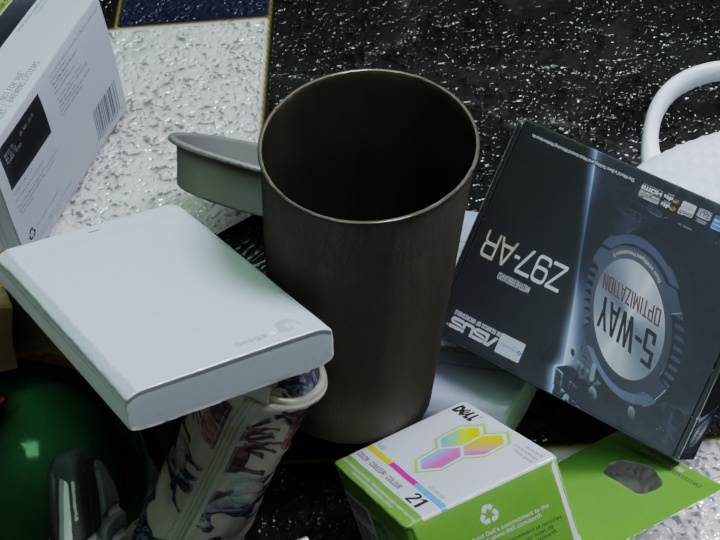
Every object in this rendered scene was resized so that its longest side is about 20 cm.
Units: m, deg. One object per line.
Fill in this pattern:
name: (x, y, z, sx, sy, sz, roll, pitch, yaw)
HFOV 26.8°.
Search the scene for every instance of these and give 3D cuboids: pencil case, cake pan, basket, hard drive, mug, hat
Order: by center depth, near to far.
hard drive: (-0.123, 0.021, 0.912, 0.131, 0.027, 0.200, -18, 32, -28)
hat: (-0.192, 0.097, 0.943, 0.164, 0.176, 0.201, 29, 49, -7)
pencil case: (-0.089, 0.123, 0.948, 0.077, 0.201, 0.090, 22, 33, -7)
basket: (0.000, 0.000, 0.984, 0.134, 0.202, 0.181, 10, 37, 7)
mug: (0.266, -0.052, 1.076, 0.173, 0.148, 0.203, -8, 77, 13)
cake pan: (-0.052, -0.065, 1.147, 0.197, 0.037, 0.200, 13, 8, -2)

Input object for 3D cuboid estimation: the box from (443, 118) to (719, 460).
box: (0.164, 0.010, 1.012, 0.199, 0.043, 0.162, 28, 97, 27)

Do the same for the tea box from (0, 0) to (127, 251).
tea box: (-0.330, -0.131, 1.252, 0.194, 0.135, 0.201, 12, 50, 16)

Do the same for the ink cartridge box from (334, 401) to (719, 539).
ink cartridge box: (0.102, 0.130, 0.953, 0.198, 0.077, 0.148, -24, 14, -14)

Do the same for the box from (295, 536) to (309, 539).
box: (-0.007, 0.273, 0.825, 0.045, 0.160, 0.201, -19, 47, -12)

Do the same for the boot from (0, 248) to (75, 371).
boot: (-0.197, 0.029, 1.036, 0.197, 0.078, 0.155, -4, 15, -17)

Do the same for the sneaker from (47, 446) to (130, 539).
sneaker: (-0.195, 0.212, 0.907, 0.114, 0.203, 0.075, -8, 2, 13)

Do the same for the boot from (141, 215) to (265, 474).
boot: (-0.099, 0.045, 1.098, 0.156, 0.080, 0.212, -16, 47, -7)

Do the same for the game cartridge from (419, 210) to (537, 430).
game cartridge: (0.078, 0.034, 1.116, 0.131, 0.042, 0.202, 3, 48, 16)
